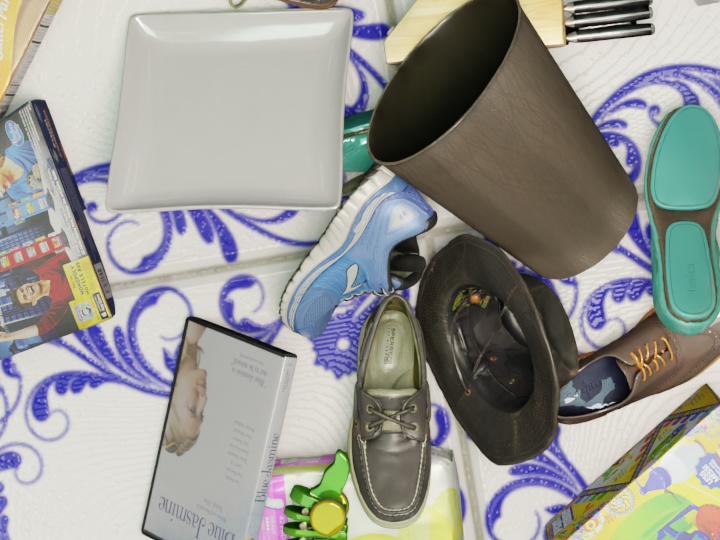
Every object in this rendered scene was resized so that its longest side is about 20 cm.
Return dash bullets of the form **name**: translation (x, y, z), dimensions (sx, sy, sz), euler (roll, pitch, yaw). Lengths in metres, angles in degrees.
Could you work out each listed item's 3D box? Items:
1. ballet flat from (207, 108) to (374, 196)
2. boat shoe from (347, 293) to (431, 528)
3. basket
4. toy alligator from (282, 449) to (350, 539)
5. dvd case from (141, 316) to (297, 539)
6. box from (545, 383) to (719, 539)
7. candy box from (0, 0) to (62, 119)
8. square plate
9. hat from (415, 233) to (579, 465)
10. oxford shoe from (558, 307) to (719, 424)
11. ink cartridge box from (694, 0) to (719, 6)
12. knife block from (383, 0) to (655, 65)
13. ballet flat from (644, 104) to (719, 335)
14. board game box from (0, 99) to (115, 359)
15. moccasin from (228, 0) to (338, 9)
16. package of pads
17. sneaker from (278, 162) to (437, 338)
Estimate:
- **ballet flat**: translation (-0.050, -0.090, 1.726), dimensions (0.199, 0.067, 0.071), euler (-9, 108, 6)
- **boat shoe**: translation (0.024, 0.114, 1.696), dimensions (0.072, 0.066, 0.201), euler (0, 64, 1)
- **basket**: translation (0.126, -0.095, 1.649), dimensions (0.200, 0.136, 0.181), euler (44, 68, -30)
- **toy alligator**: translation (-0.040, 0.249, 1.686), dimensions (0.054, 0.059, 0.201), euler (3, 97, 3)
- **dvd case**: translation (-0.124, 0.151, 1.725), dimensions (0.142, 0.018, 0.201), euler (18, 97, 46)
- **box**: translation (0.294, 0.239, 1.706), dimensions (0.193, 0.122, 0.200), euler (-43, 91, 7)
- **candy box**: translation (-0.319, -0.243, 1.730), dimensions (0.115, 0.055, 0.200), euler (28, 96, 0)
- **square plate**: translation (-0.107, -0.132, 1.697), dimensions (0.197, 0.028, 0.201), euler (0, 62, 7)
- **hat**: translation (0.132, 0.062, 1.697), dimensions (0.081, 0.200, 0.201), euler (-11, 95, -31)
- **oxford shoe**: translation (0.247, 0.079, 1.718), dimensions (0.200, 0.073, 0.071), euler (-31, 93, 5)
- **ink cartridge box**: translation (0.349, -0.303, 1.644), dimensions (0.200, 0.146, 0.086), euler (-32, 94, 6)
- **knife block**: translation (0.141, -0.208, 1.704), dimensions (0.175, 0.064, 0.200), euler (39, 96, 0)
- **ballet flat**: translation (0.270, -0.039, 1.695), dimensions (0.067, 0.070, 0.201), euler (3, 70, -2)
- **board game box**: translation (-0.336, -0.021, 1.747), dimensions (0.199, 0.062, 0.201), euler (-19, 94, 6)
- **moccasin**: translation (-0.109, -0.269, 1.713), dimensions (0.201, 0.078, 0.074), euler (15, 80, 5)
- **package of pads**: translation (-0.009, 0.233, 1.748), dimensions (0.199, 0.068, 0.155), euler (-5, 96, 3)
- **sneaker**: translation (0.000, 0.000, 1.686), dimensions (0.089, 0.079, 0.200), euler (37, 134, 1)
